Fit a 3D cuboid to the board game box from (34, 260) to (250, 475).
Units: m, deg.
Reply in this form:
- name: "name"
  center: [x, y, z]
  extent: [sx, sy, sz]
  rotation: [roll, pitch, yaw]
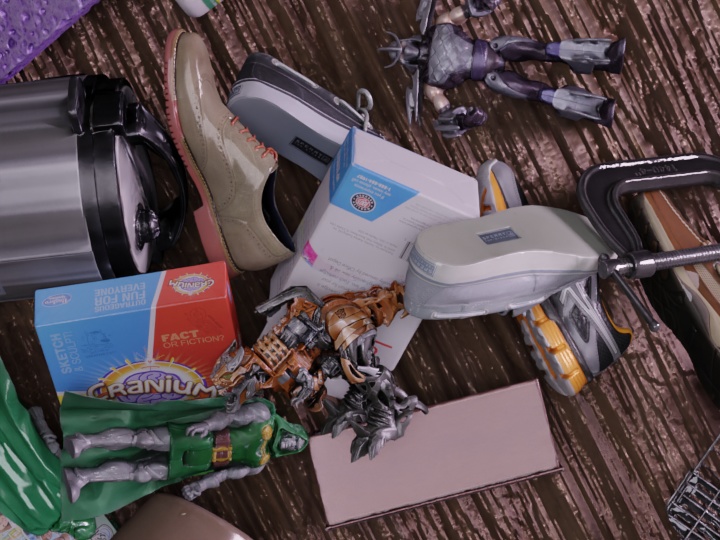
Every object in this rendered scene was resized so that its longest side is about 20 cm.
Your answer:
- name: "board game box"
  center: [-0.164, 0.087, 1.722]
  extent: [0.152, 0.041, 0.201]
  rotation: [-9, 134, 2]

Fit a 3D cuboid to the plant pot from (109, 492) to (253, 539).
- name: "plant pot"
  center: [-0.159, 0.280, 1.733]
  extent: [0.199, 0.200, 0.175]
  rotation: [30, 73, 0]

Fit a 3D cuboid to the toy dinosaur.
- name: "toy dinosaur"
  center: [-0.012, 0.066, 1.674]
  extent: [0.198, 0.102, 0.137]
  rotation: [-20, 107, 10]

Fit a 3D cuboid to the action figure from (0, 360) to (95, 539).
- name: "action figure"
  center: [-0.284, 0.140, 1.733]
  extent: [0.200, 0.055, 0.118]
  rotation: [48, 111, 4]

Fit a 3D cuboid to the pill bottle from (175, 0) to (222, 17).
- name: "pill bottle"
  center: [-0.087, -0.304, 1.731]
  extent: [0.199, 0.113, 0.113]
  rotation: [-36, 91, 3]

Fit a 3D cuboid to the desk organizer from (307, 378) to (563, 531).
- name: "desk organizer"
  center: [0.059, 0.148, 1.766]
  extent: [0.198, 0.072, 0.078]
  rotation: [-14, 89, 1]

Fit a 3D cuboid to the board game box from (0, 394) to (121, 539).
- name: "board game box"
  center: [-0.308, 0.182, 1.795]
  extent: [0.134, 0.029, 0.200]
  rotation: [-38, 91, 1]

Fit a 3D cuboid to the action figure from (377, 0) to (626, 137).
- name: "action figure"
  center: [0.112, -0.169, 1.756]
  extent: [0.198, 0.069, 0.131]
  rotation: [8, 97, 4]

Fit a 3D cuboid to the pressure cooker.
- name: "pressure cooker"
  center: [-0.235, -0.064, 1.711]
  extent: [0.198, 0.176, 0.180]
  rotation: [-6, 94, 5]

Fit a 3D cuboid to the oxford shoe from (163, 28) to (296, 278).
- name: "oxford shoe"
  center: [-0.100, -0.097, 1.695]
  extent: [0.074, 0.070, 0.202]
  rotation: [-11, 106, 18]

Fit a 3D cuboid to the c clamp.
- name: "c clamp"
  center: [0.255, -0.028, 1.709]
  extent: [0.199, 0.027, 0.171]
  rotation: [-13, 51, -31]

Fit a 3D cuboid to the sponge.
- name: "sponge"
  center: [-0.275, -0.234, 1.736]
  extent: [0.199, 0.030, 0.112]
  rotation: [-35, 90, 29]

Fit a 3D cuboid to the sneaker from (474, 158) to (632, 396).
- name: "sneaker"
  center: [0.152, -0.002, 1.763]
  extent: [0.077, 0.078, 0.201]
  rotation: [-26, 95, -11]

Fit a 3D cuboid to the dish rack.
- name: "dish rack"
  center: [0.350, 0.164, 1.771]
  extent: [0.153, 0.055, 0.201]
  rotation: [35, 94, 1]

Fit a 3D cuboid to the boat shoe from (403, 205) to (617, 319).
- name: "boat shoe"
  center: [0.113, -0.001, 1.678]
  extent: [0.200, 0.070, 0.072]
  rotation: [-7, 132, -36]

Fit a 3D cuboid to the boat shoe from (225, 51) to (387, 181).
- name: "boat shoe"
  center: [-0.017, -0.108, 1.758]
  extent: [0.198, 0.074, 0.068]
  rotation: [28, 53, -13]

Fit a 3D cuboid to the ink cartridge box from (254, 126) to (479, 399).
- name: "ink cartridge box"
  center: [0.000, 0.000, 1.731]
  extent: [0.114, 0.068, 0.201]
  rotation: [23, 118, -13]

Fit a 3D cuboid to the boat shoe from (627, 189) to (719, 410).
- name: "boat shoe"
  center: [0.283, 0.021, 1.745]
  extent: [0.073, 0.076, 0.201]
  rotation: [-21, 70, -15]

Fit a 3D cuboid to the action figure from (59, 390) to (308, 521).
- name: "action figure"
  center: [-0.134, 0.139, 1.698]
  extent: [0.198, 0.055, 0.119]
  rotation: [-7, 124, -21]
